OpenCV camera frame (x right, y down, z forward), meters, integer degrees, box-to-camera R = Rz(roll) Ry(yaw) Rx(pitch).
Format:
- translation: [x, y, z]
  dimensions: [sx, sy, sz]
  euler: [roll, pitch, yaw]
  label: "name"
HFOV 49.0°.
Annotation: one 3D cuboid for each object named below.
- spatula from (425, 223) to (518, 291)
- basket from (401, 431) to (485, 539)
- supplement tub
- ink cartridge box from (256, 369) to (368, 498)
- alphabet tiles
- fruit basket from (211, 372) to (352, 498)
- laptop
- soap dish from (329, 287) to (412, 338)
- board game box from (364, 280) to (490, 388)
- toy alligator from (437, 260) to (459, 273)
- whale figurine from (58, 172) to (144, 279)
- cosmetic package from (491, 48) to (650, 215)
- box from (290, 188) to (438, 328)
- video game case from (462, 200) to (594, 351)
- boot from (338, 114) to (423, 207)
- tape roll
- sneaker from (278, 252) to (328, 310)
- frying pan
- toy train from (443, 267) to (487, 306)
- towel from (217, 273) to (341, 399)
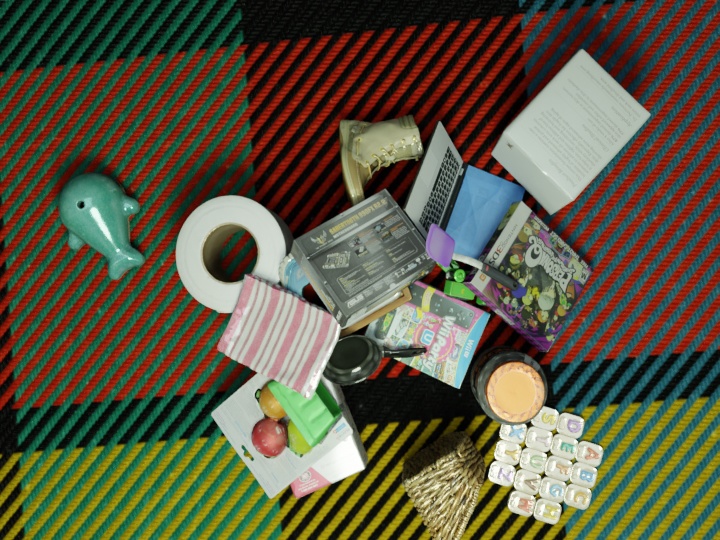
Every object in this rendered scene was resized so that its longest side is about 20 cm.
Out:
- translation: [0.190, -0.011, 1.330]
  dimensions: [0.197, 0.020, 0.058]
  euler: [26, 68, -18]
  label: "spatula"
- translation: [0.164, 0.379, 1.371]
  dimensions: [0.141, 0.200, 0.151]
  euler: [-31, 84, 1]
  label: "basket"
- translation: [0.256, 0.198, 1.368]
  dimensions: [0.119, 0.200, 0.126]
  euler: [0, 88, 3]
  label: "supplement tub"
- translation: [-0.089, 0.288, 1.447]
  dimensions: [0.144, 0.083, 0.204]
  euler: [-23, 87, 3]
  label: "ink cartridge box"
- translation: [0.341, 0.356, 1.452]
  dimensions: [0.191, 0.015, 0.205]
  euler: [16, 89, 4]
  label: "alphabet tiles"
- translation: [-0.137, 0.265, 1.378]
  dimensions: [0.199, 0.094, 0.186]
  euler: [-41, 84, 18]
  label: "fruit basket"
- translation: [0.189, -0.128, 1.398]
  dimensions: [0.114, 0.200, 0.191]
  euler: [7, 64, 34]
  label: "laptop"
- translation: [0.000, 0.000, 1.411]
  dimensions: [0.155, 0.081, 0.203]
  euler: [-30, 67, 20]
  label: "soap dish"
- translation: [0.120, 0.104, 1.449]
  dimensions: [0.196, 0.064, 0.150]
  euler: [24, 91, 4]
  label: "board game box"
- translation: [0.149, -0.035, 1.451]
  dimensions: [0.198, 0.059, 0.055]
  euler: [37, 91, 4]
  label: "toy alligator"
- translation: [-0.484, -0.086, 1.472]
  dimensions: [0.157, 0.104, 0.203]
  euler: [-28, 87, 2]
  label: "whale figurine"
- translation: [0.361, -0.237, 1.386]
  dimensions: [0.167, 0.166, 0.200]
  euler: [45, 88, 4]
  label: "cosmetic package"
- translation: [0.006, -0.023, 1.311]
  dimensions: [0.198, 0.049, 0.159]
  euler: [-31, 73, -23]
  label: "box"
- translation: [0.301, 0.011, 1.402]
  dimensions: [0.199, 0.036, 0.183]
  euler: [40, 74, -15]
  label: "video game case"
- translation: [0.040, -0.202, 1.425]
  dimensions: [0.151, 0.074, 0.203]
  euler: [-6, 49, 1]
  label: "boot"
- translation: [-0.222, -0.027, 1.437]
  dimensions: [0.197, 0.139, 0.208]
  euler: [0, 88, 3]
  label: "tape roll"
- translation: [-0.095, 0.065, 1.376]
  dimensions: [0.078, 0.203, 0.089]
  euler: [-30, 48, -29]
  label: "sneaker"
- translation: [0.015, 0.139, 1.390]
  dimensions: [0.187, 0.031, 0.116]
  euler: [-26, 130, 2]
  label: "frying pan"
- translation: [0.240, 0.039, 1.424]
  dimensions: [0.195, 0.042, 0.058]
  euler: [11, 91, -18]
  label: "toy train"
- translation: [-0.137, 0.108, 1.321]
  dimensions: [0.197, 0.030, 0.149]
  euler: [24, 94, 21]
  label: "towel"
